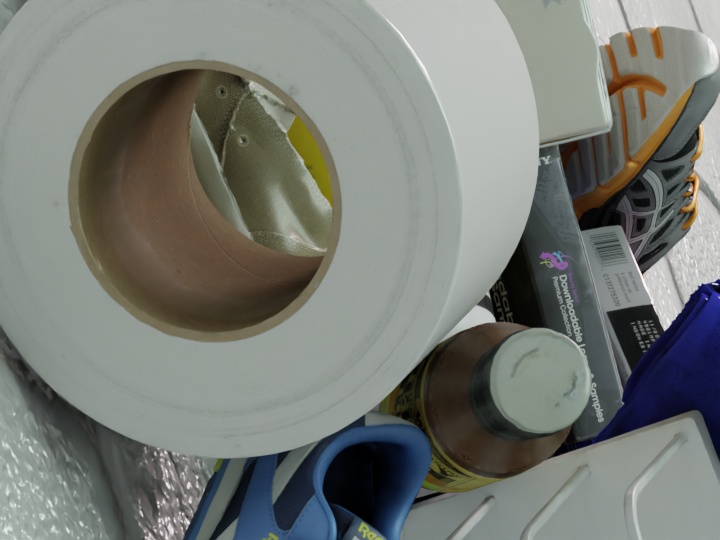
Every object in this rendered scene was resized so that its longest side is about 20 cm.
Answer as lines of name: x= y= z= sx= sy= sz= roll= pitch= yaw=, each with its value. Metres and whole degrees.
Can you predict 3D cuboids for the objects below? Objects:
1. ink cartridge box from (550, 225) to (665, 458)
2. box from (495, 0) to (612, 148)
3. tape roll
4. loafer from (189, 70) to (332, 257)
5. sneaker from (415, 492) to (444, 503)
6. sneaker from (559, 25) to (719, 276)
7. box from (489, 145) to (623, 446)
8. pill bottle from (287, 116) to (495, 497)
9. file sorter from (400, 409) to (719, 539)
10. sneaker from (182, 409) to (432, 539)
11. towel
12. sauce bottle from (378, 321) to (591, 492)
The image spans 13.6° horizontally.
ink cartridge box: x=0.114 y=0.075 z=1.520 sx=0.200 sy=0.037 sz=0.095 roll=105 pitch=-30 yaw=-52
box: x=0.066 y=-0.102 z=1.449 sx=0.200 sy=0.068 sz=0.083 roll=-145 pitch=-138 yaw=-84
tape roll: x=-0.041 y=-0.041 z=1.179 sx=0.204 sy=0.202 sz=0.139 roll=68 pitch=20 yaw=-7
loafer: x=-0.067 y=-0.075 z=1.302 sx=0.076 sy=0.067 sz=0.201 roll=-7 pitch=-76 yaw=64
sneaker: x=0.056 y=0.118 z=1.492 sx=0.078 sy=0.070 sz=0.201 roll=36 pitch=-24 yaw=34
sneaker: x=0.138 y=-0.050 z=1.500 sx=0.077 sy=0.200 sz=0.079 roll=11 pitch=54 yaw=-16
box: x=0.071 y=0.022 z=1.501 sx=0.200 sy=0.036 sz=0.144 roll=153 pitch=-78 yaw=-71
pill bottle: x=0.000 y=0.000 z=1.382 sx=0.112 sy=0.112 sz=0.201 roll=29 pitch=45 yaw=-62
file sorter: x=0.064 y=0.167 z=1.265 sx=0.140 sy=0.199 sz=0.124 roll=68 pitch=21 yaw=-4
sneaker: x=-0.032 y=0.131 z=1.166 sx=0.074 sy=0.082 sz=0.201 roll=47 pitch=49 yaw=-36
towel: x=0.209 y=0.088 z=1.307 sx=0.199 sy=0.148 sz=0.050 roll=33 pitch=61 yaw=2
sauce bottle: x=0.051 y=0.053 z=1.216 sx=0.200 sy=0.064 sz=0.065 roll=133 pitch=-61 yaw=-77
